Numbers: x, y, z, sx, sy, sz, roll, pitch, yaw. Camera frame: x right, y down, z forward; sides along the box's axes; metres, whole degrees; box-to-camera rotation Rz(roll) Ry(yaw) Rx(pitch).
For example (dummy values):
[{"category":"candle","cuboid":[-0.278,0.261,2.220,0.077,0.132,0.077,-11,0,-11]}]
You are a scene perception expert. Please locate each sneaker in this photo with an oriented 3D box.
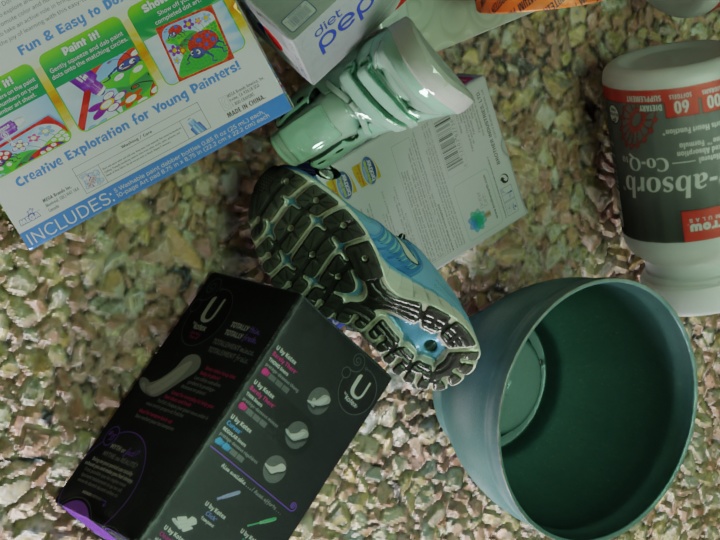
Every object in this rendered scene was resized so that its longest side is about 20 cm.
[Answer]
[{"category":"sneaker","cuboid":[0.002,-0.103,1.323,0.118,0.200,0.074,-40,99,-4]},{"category":"sneaker","cuboid":[0.000,0.000,1.419,0.078,0.090,0.200,-41,105,18]}]

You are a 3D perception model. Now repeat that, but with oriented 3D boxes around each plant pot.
[{"category":"plant pot","cuboid":[0.140,0.095,1.538,0.200,0.134,0.201,-7,103,-35]}]

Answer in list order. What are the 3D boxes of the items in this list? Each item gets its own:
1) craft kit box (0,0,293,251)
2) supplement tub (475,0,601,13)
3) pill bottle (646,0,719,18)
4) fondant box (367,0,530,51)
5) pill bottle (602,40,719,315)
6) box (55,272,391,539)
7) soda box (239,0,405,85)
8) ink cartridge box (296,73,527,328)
[{"category":"craft kit box","cuboid":[-0.174,-0.143,1.275,0.200,0.049,0.198,-27,119,1]},{"category":"supplement tub","cuboid":[0.117,-0.284,1.396,0.122,0.122,0.201,-15,104,-33]},{"category":"pill bottle","cuboid":[0.312,-0.287,1.611,0.200,0.116,0.116,-28,113,-30]},{"category":"fondant box","cuboid":[0.065,-0.247,1.475,0.200,0.058,0.145,-26,112,-31]},{"category":"pill bottle","cuboid":[0.261,-0.074,1.601,0.116,0.116,0.201,-21,109,-32]},{"category":"box","cuboid":[-0.093,0.116,1.379,0.106,0.122,0.200,43,73,-32]},{"category":"soda box","cuboid":[0.015,-0.217,1.299,0.200,0.063,0.068,-43,157,-7]},{"category":"ink cartridge box","cuboid":[0.027,-0.052,1.490,0.200,0.042,0.120,-33,116,-29]}]
